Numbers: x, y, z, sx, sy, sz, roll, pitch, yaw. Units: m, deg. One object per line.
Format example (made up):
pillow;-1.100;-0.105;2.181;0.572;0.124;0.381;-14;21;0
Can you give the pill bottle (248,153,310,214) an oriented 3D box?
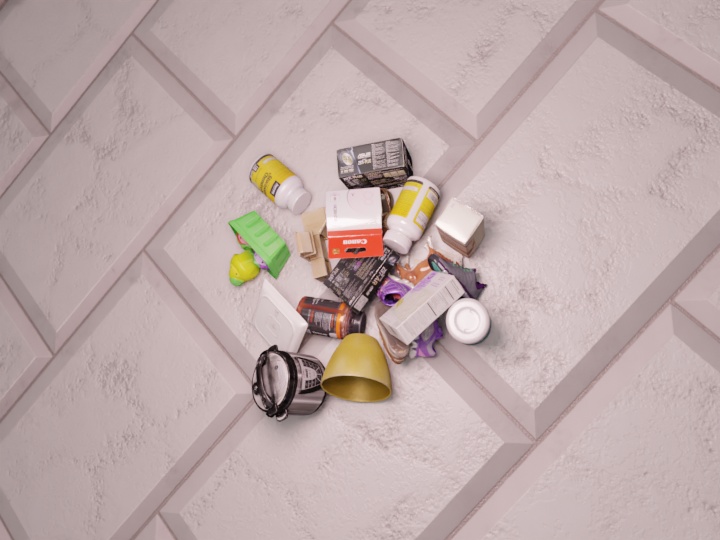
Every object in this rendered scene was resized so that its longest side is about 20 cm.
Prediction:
pill bottle;-0.251;-0.268;1.646;0.199;0.112;0.113;40;93;19

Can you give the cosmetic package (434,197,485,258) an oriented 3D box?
cosmetic package;0.272;-0.110;1.417;0.103;0.200;0.088;36;90;19

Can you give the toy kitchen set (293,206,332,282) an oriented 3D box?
toy kitchen set;-0.084;-0.096;1.541;0.176;0.163;0.205;-16;77;13

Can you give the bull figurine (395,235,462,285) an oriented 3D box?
bull figurine;0.192;-0.018;1.498;0.197;0.065;0.123;-30;71;8

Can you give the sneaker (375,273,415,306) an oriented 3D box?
sneaker;0.068;0.052;1.486;0.197;0.083;0.082;17;130;38

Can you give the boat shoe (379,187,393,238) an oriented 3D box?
boat shoe;0.065;-0.148;1.553;0.074;0.072;0.205;-10;78;14

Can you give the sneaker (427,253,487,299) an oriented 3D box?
sneaker;0.264;0.005;1.437;0.088;0.074;0.200;-48;115;-8

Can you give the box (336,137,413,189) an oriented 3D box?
box;0.046;-0.300;1.537;0.195;0.164;0.088;-7;79;16

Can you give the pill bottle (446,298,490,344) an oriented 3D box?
pill bottle;0.286;0.138;1.372;0.108;0.200;0.114;-3;80;14

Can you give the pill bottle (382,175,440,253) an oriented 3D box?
pill bottle;0.141;-0.155;1.494;0.109;0.112;0.203;23;76;18

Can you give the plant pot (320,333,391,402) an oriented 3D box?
plant pot;-0.004;0.262;1.460;0.195;0.201;0.145;-2;57;16

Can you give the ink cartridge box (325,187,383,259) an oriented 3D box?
ink cartridge box;-0.017;-0.136;1.471;0.158;0.058;0.204;-4;56;0

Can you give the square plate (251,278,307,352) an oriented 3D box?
square plate;-0.251;0.159;1.558;0.200;0.028;0.200;43;134;20

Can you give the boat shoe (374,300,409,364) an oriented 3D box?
boat shoe;0.081;0.172;1.473;0.074;0.073;0.203;-5;48;-10

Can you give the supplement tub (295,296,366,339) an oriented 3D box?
supplement tub;-0.085;0.141;1.530;0.195;0.107;0.110;9;83;17

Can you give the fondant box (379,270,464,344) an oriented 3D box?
fondant box;0.155;0.091;1.354;0.199;0.144;0.059;-40;103;-9

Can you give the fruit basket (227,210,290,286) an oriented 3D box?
fruit basket;-0.342;-0.048;1.629;0.210;0.156;0.221;-1;68;3

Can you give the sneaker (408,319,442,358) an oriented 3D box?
sneaker;0.192;0.151;1.467;0.086;0.080;0.205;11;90;13

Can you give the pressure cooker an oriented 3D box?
pressure cooker;-0.209;0.317;1.469;0.174;0.198;0.182;25;93;43

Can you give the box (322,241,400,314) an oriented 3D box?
box;0.000;0.000;1.499;0.202;0.043;0.160;-54;42;-1
